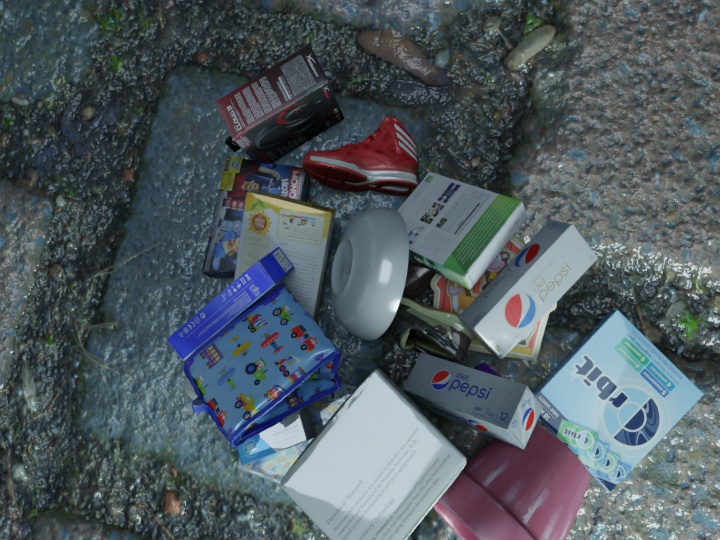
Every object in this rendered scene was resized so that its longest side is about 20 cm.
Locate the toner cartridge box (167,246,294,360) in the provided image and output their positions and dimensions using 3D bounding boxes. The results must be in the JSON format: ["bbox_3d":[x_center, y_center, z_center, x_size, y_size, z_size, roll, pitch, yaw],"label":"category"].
[{"bbox_3d":[-0.195,0.049,0.908,0.198,0.095,0.044,-38,94,18],"label":"toner cartridge box"}]

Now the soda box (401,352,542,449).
[{"bbox_3d":[0.157,0.184,0.870,0.197,0.064,0.069,10,60,48],"label":"soda box"}]

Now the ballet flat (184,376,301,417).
[{"bbox_3d":[-0.180,0.177,0.892,0.194,0.069,0.072,9,83,10],"label":"ballet flat"}]

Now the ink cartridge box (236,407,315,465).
[{"bbox_3d":[-0.158,0.187,0.956,0.113,0.068,0.205,-21,78,5],"label":"ink cartridge box"}]

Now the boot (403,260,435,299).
[{"bbox_3d":[0.147,0.002,0.960,0.197,0.064,0.189,-32,73,4],"label":"boot"}]

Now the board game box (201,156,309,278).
[{"bbox_3d":[-0.149,-0.073,1.016,0.194,0.062,0.206,10,84,9],"label":"board game box"}]

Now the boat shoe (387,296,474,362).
[{"bbox_3d":[0.078,0.088,0.927,0.196,0.072,0.067,14,59,29],"label":"boat shoe"}]

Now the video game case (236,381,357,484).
[{"bbox_3d":[-0.087,0.261,0.979,0.195,0.022,0.188,15,85,10],"label":"video game case"}]

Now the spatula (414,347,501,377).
[{"bbox_3d":[0.148,0.147,0.951,0.196,0.056,0.021,23,117,18],"label":"spatula"}]

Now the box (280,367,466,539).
[{"bbox_3d":[0.018,0.269,0.852,0.171,0.199,0.201,41,85,7],"label":"box"}]

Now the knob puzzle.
[{"bbox_3d":[0.201,0.037,0.913,0.213,0.031,0.226,5,111,12],"label":"knob puzzle"}]

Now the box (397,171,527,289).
[{"bbox_3d":[0.134,-0.067,0.913,0.145,0.037,0.198,-49,41,-11],"label":"box"}]

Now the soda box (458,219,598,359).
[{"bbox_3d":[0.236,0.025,0.851,0.068,0.064,0.200,44,90,-15],"label":"soda box"}]

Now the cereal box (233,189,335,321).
[{"bbox_3d":[-0.125,-0.011,0.950,0.140,0.040,0.206,14,106,6],"label":"cereal box"}]

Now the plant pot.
[{"bbox_3d":[0.221,0.322,0.847,0.200,0.201,0.179,43,75,12],"label":"plant pot"}]

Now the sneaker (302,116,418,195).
[{"bbox_3d":[0.003,-0.198,1.001,0.194,0.078,0.119,10,72,-13],"label":"sneaker"}]

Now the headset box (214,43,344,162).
[{"bbox_3d":[-0.137,-0.260,0.996,0.197,0.149,0.076,-30,78,2],"label":"headset box"}]

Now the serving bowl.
[{"bbox_3d":[0.000,0.000,0.910,0.064,0.199,0.207,10,83,-23],"label":"serving bowl"}]

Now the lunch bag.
[{"bbox_3d":[-0.146,0.139,0.838,0.197,0.096,0.151,-29,54,-25],"label":"lunch bag"}]

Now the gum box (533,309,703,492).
[{"bbox_3d":[0.376,0.193,0.904,0.200,0.045,0.170,-45,78,1],"label":"gum box"}]
